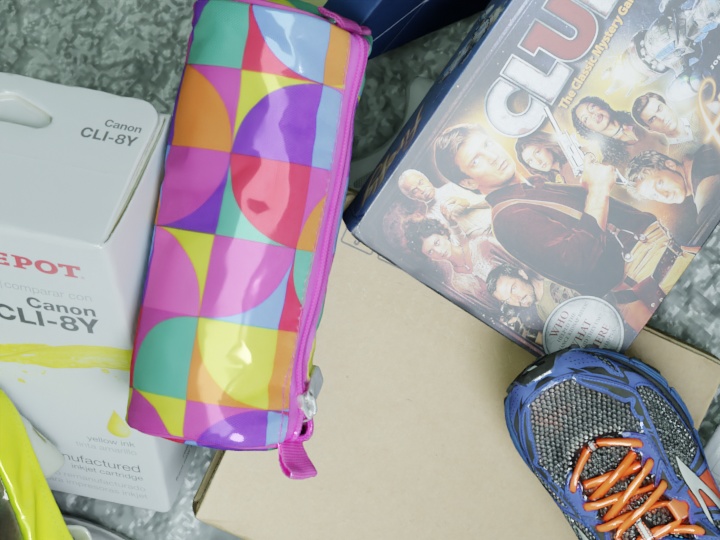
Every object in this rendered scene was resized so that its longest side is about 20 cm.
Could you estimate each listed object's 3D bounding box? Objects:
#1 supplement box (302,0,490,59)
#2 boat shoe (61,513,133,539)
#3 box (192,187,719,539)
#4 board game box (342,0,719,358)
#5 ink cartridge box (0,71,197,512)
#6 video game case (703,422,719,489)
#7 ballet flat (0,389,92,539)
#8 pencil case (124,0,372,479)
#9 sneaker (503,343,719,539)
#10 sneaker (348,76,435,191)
[{"bbox_3d":[0.010,-0.232,1.248,0.200,0.134,0.200,55,139,10],"label":"supplement box"},{"bbox_3d":[-0.101,0.181,1.318,0.200,0.069,0.071,35,97,14],"label":"boat shoe"},{"bbox_3d":[0.045,0.075,1.275,0.199,0.021,0.164,24,95,-14],"label":"box"},{"bbox_3d":[0.103,-0.065,1.219,0.135,0.035,0.200,32,101,-14],"label":"board game box"},{"bbox_3d":[-0.152,0.009,1.273,0.144,0.200,0.084,11,53,14],"label":"ink cartridge box"},{"bbox_3d":[0.276,0.062,1.274,0.182,0.023,0.200,34,92,13],"label":"video game case"},{"bbox_3d":[-0.154,0.113,1.263,0.067,0.067,0.201,-24,90,44],"label":"ballet flat"},{"bbox_3d":[-0.044,-0.017,1.199,0.088,0.088,0.201,7,91,12],"label":"pencil case"},{"bbox_3d":[0.133,0.114,1.228,0.075,0.079,0.200,-35,111,10],"label":"sneaker"},{"bbox_3d":[0.000,0.000,1.318,0.088,0.074,0.200,37,91,25],"label":"sneaker"}]
